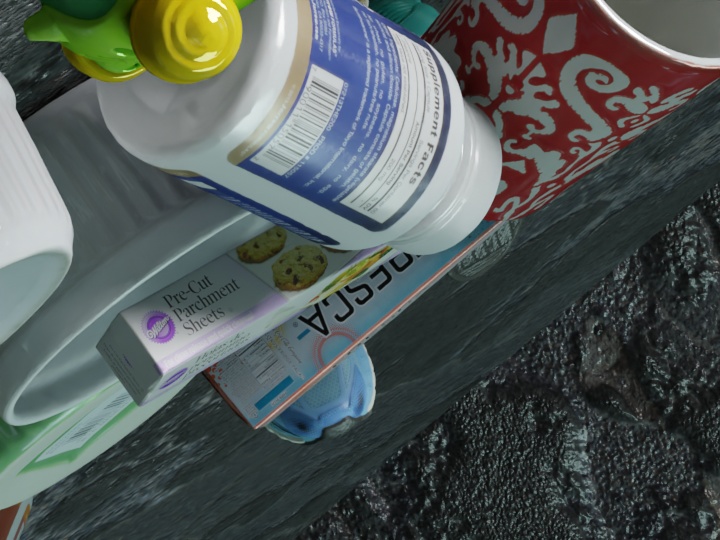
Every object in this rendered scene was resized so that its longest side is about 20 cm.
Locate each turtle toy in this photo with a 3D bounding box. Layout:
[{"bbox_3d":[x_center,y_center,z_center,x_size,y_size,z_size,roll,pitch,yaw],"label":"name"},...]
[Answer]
[{"bbox_3d":[-0.051,-0.151,1.142,0.200,0.101,0.146,-37,-165,-15],"label":"turtle toy"}]

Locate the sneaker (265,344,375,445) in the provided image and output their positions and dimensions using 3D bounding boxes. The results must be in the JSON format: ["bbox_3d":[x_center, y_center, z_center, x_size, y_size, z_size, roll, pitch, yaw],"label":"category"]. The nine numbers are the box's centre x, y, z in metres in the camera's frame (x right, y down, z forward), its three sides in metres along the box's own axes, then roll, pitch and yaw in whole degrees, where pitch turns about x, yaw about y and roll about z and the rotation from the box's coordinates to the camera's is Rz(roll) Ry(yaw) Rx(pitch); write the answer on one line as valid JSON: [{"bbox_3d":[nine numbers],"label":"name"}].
[{"bbox_3d":[-0.058,0.010,1.713,0.078,0.200,0.090,-27,155,-2],"label":"sneaker"}]

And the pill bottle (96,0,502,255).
[{"bbox_3d":[-0.021,-0.074,1.400,0.111,0.111,0.200,-40,144,20],"label":"pill bottle"}]

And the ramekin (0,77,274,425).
[{"bbox_3d":[-0.129,-0.021,1.521,0.200,0.105,0.200,-36,171,-7],"label":"ramekin"}]

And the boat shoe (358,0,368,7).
[{"bbox_3d":[-0.013,-0.141,1.470,0.074,0.065,0.202,-31,170,-33],"label":"boat shoe"}]

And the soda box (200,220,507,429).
[{"bbox_3d":[0.000,0.000,1.610,0.200,0.064,0.068,-40,177,2],"label":"soda box"}]

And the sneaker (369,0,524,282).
[{"bbox_3d":[0.026,-0.089,1.716,0.083,0.121,0.200,-34,142,-16],"label":"sneaker"}]

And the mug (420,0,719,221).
[{"bbox_3d":[0.123,-0.117,1.506,0.177,0.134,0.200,-10,160,-34],"label":"mug"}]

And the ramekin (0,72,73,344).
[{"bbox_3d":[-0.217,0.001,1.320,0.202,0.094,0.202,-35,171,-6],"label":"ramekin"}]

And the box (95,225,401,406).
[{"bbox_3d":[-0.043,0.003,1.502,0.200,0.041,0.039,-29,168,-35],"label":"box"}]

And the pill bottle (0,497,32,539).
[{"bbox_3d":[-0.279,0.197,1.783,0.112,0.112,0.201,-49,-162,56],"label":"pill bottle"}]

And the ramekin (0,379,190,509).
[{"bbox_3d":[-0.178,0.052,1.725,0.200,0.098,0.200,-36,171,-6],"label":"ramekin"}]
